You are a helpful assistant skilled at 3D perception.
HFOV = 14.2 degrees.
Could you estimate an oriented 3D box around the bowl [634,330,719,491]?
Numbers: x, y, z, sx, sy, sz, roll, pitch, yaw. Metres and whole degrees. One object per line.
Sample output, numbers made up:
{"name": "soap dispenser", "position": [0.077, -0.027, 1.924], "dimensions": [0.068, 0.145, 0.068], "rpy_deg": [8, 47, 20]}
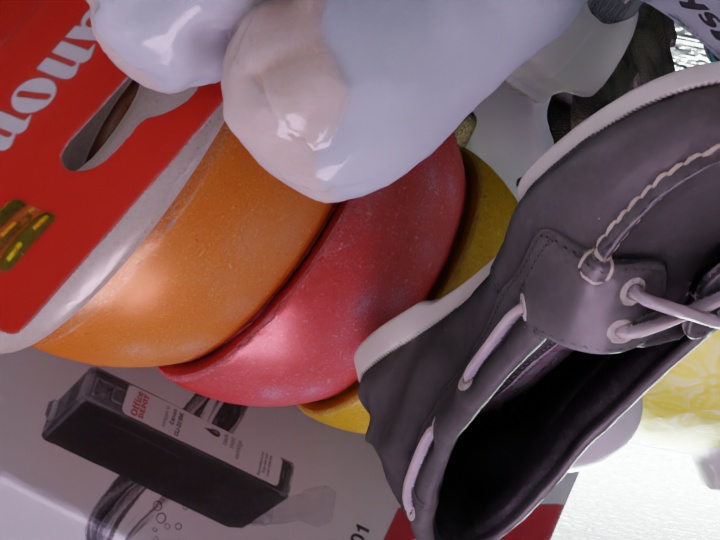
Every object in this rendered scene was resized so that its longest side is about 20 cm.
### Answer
{"name": "bowl", "position": [0.139, 0.012, 0.987], "dimensions": [0.200, 0.108, 0.200], "rpy_deg": [-18, -174, 2]}

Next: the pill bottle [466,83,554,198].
{"name": "pill bottle", "position": [-0.017, -0.063, 0.972], "dimensions": [0.200, 0.112, 0.112], "rpy_deg": [3, 165, 27]}

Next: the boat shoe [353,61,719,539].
{"name": "boat shoe", "position": [0.057, 0.014, 0.688], "dimensions": [0.067, 0.057, 0.200], "rpy_deg": [-4, 159, -25]}

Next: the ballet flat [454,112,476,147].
{"name": "ballet flat", "position": [-0.060, -0.079, 0.877], "dimensions": [0.200, 0.071, 0.071], "rpy_deg": [33, 166, 1]}

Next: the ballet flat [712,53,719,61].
{"name": "ballet flat", "position": [0.136, -0.042, 0.701], "dimensions": [0.074, 0.200, 0.074], "rpy_deg": [-22, 147, -15]}

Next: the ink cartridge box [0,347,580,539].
{"name": "ink cartridge box", "position": [-0.038, 0.048, 0.895], "dimensions": [0.200, 0.144, 0.084], "rpy_deg": [26, 148, 2]}

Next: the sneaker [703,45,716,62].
{"name": "sneaker", "position": [0.154, -0.091, 0.808], "dimensions": [0.121, 0.084, 0.200], "rpy_deg": [30, 148, 24]}

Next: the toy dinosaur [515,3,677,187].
{"name": "toy dinosaur", "position": [0.072, -0.047, 0.835], "dimensions": [0.047, 0.088, 0.200], "rpy_deg": [8, -153, 2]}

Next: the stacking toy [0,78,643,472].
{"name": "stacking toy", "position": [0.000, 0.000, 0.809], "dimensions": [0.200, 0.146, 0.146], "rpy_deg": [33, 159, -20]}

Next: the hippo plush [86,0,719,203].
{"name": "hippo plush", "position": [0.011, -0.113, 0.629], "dimensions": [0.200, 0.159, 0.161], "rpy_deg": [25, 161, 18]}

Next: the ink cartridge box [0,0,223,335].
{"name": "ink cartridge box", "position": [-0.116, -0.083, 0.732], "dimensions": [0.200, 0.160, 0.047], "rpy_deg": [22, 151, 34]}

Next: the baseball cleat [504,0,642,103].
{"name": "baseball cleat", "position": [0.038, -0.112, 0.818], "dimensions": [0.070, 0.106, 0.200], "rpy_deg": [32, -174, -35]}
